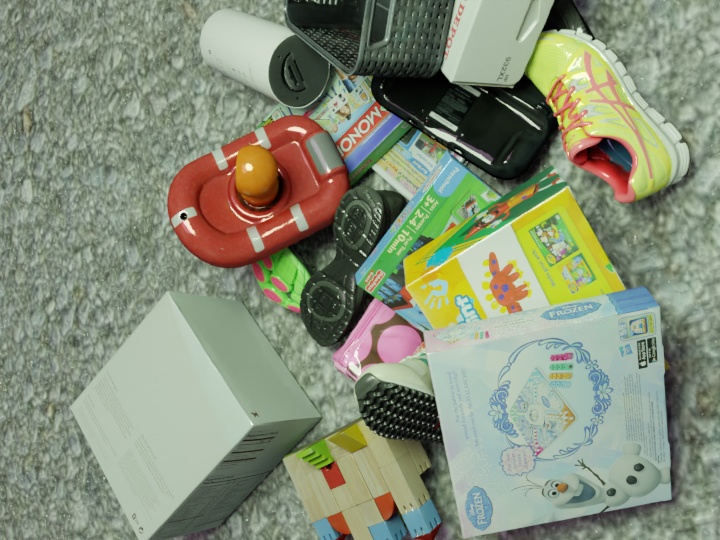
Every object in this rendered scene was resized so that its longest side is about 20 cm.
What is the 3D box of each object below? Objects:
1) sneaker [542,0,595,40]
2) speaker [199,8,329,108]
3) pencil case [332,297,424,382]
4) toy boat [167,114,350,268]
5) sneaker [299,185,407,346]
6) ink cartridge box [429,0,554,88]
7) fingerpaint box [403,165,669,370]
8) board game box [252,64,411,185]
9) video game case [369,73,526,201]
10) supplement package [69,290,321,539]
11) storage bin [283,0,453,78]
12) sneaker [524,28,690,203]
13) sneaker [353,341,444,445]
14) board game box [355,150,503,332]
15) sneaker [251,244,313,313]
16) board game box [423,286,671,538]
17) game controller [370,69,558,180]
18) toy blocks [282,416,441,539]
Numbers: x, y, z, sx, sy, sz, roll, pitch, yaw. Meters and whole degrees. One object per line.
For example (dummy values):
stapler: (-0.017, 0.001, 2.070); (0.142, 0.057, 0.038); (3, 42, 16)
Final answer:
sneaker: (0.166, -0.273, 0.872); (0.103, 0.060, 0.203); (-31, 67, 24)
speaker: (-0.116, -0.251, 0.970); (0.199, 0.080, 0.082); (35, 102, 51)
pencil case: (0.048, 0.040, 0.878); (0.091, 0.093, 0.202); (39, 103, 37)
toy boat: (-0.109, -0.090, 0.871); (0.197, 0.131, 0.132); (-27, 78, -5)
sneaker: (0.000, 0.000, 0.919); (0.076, 0.090, 0.202); (41, 120, 26)
ink cartridge box: (0.100, -0.297, 0.811); (0.202, 0.082, 0.147); (61, 144, 39)
fingerpaint box: (0.158, 0.037, 0.762); (0.165, 0.074, 0.201); (-32, 108, 13)
board game box: (-0.033, -0.166, 0.957); (0.200, 0.029, 0.136); (-42, 67, 22)
video game case: (0.060, -0.196, 0.939); (0.200, 0.024, 0.183); (43, 105, 25)
supplement package: (-0.192, 0.166, 0.964); (0.200, 0.146, 0.192); (-46, 66, 16)
storage bin: (0.004, -0.282, 0.812); (0.200, 0.092, 0.138); (-129, 41, -50)
sneaker: (0.216, -0.146, 0.783); (0.090, 0.079, 0.200); (-35, 74, -25)
sneaker: (0.056, 0.110, 0.812); (0.070, 0.198, 0.095); (-42, 49, 26)
board game box: (0.117, 0.006, 0.812); (0.198, 0.037, 0.152); (34, 103, -14)
sneaker: (-0.101, -0.043, 0.978); (0.076, 0.083, 0.202); (-35, 87, 44)
board game box: (0.168, 0.130, 0.735); (0.194, 0.044, 0.204); (-12, 114, 3)
game controller: (0.106, -0.180, 0.866); (0.198, 0.042, 0.105); (35, 94, 17)
toy blocks: (0.007, 0.233, 0.882); (0.199, 0.099, 0.139); (-32, 82, 37)
